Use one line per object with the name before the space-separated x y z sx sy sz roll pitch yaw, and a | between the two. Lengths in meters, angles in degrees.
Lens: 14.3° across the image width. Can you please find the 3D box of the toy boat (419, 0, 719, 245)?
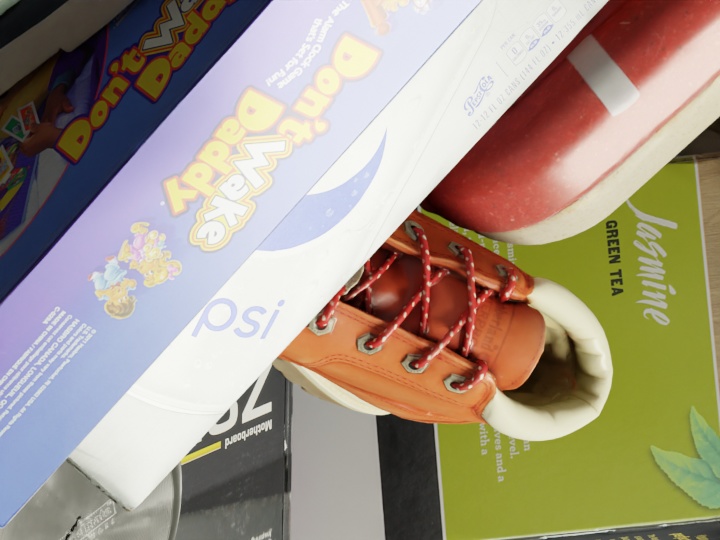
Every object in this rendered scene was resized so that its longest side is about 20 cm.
toy boat | 0.065 -0.115 0.890 0.200 0.131 0.131 -43 133 8

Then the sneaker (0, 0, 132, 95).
sneaker | -0.131 -0.060 0.678 0.200 0.077 0.080 -43 136 19

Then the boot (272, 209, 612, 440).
boot | 0.000 0.000 0.868 0.200 0.107 0.075 29 80 -52

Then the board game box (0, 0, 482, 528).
board game box | -0.056 -0.055 0.699 0.200 0.135 0.045 -47 128 12

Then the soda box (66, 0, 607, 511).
soda box | -0.025 -0.037 0.766 0.200 0.068 0.063 -46 126 -3

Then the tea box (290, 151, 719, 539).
tea box | 0.076 0.048 1.098 0.196 0.134 0.200 -6 169 14

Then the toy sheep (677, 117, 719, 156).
toy sheep | 0.170 -0.092 1.104 0.138 0.138 0.200 -49 157 26

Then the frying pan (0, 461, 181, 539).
frying pan | -0.085 0.037 0.834 0.115 0.031 0.191 -9 111 -52

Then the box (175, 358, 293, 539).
box | -0.099 0.044 0.878 0.200 0.049 0.162 -19 118 -49
